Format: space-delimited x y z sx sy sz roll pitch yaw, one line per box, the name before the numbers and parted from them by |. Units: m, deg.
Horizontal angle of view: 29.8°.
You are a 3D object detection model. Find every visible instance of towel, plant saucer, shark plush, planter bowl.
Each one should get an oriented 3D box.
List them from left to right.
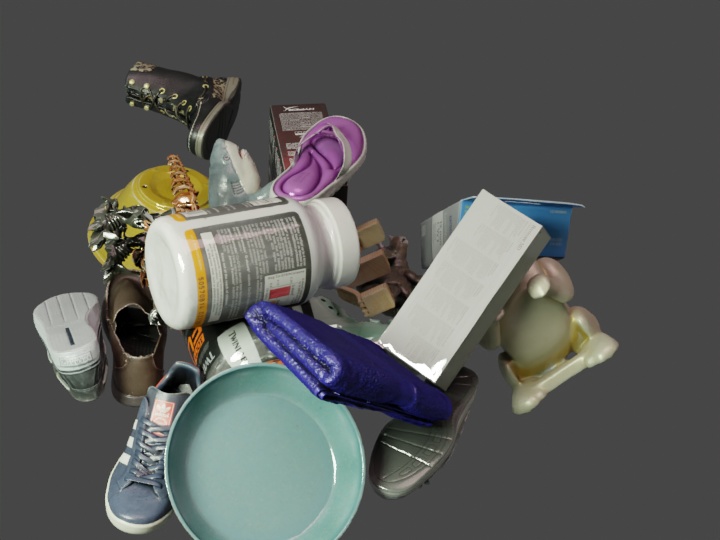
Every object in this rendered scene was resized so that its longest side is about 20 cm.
planter bowl | -0.228 -0.069 1.639 0.199 0.084 0.201 9 37 -7
shark plush | -0.171 -0.049 1.587 0.083 0.201 0.091 26 -1 -22
plant saucer | -0.094 0.192 1.318 0.199 0.036 0.201 5 72 -14
towel | -0.013 0.099 1.353 0.147 0.050 0.200 34 6 41

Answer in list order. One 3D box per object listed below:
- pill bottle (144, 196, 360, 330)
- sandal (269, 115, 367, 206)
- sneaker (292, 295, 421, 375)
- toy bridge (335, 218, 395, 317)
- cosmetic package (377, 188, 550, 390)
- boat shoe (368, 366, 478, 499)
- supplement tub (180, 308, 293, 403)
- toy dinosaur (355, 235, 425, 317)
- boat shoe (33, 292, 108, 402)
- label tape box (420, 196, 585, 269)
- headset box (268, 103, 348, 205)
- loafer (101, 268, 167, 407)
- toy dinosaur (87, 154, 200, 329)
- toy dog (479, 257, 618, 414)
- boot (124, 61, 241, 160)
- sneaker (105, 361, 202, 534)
pill bottle | -0.108 -0.013 1.371 0.199 0.117 0.117 -11 43 -26
sandal | -0.042 -0.133 1.552 0.082 0.050 0.203 14 39 10
sneaker | 0.006 0.064 1.539 0.199 0.074 0.119 -7 47 -21
toy bridge | 0.000 0.000 1.549 0.067 0.027 0.200 -24 24 8
cosmetic package | 0.111 0.021 1.440 0.082 0.201 0.051 35 -2 27
boat shoe | 0.069 0.179 1.429 0.074 0.065 0.202 15 38 18
supplement tub | -0.123 0.077 1.449 0.122 0.123 0.200 -6 40 -23
toy dinosaur | 0.034 0.025 1.597 0.102 0.077 0.200 16 23 10
boat shoe | -0.307 0.081 1.435 0.072 0.071 0.200 -10 21 -9
label tape box | 0.169 -0.041 1.641 0.142 0.067 0.200 3 -7 -15
headset box | -0.066 -0.088 1.654 0.077 0.150 0.201 -4 39 -10
loafer | -0.241 0.059 1.478 0.073 0.071 0.201 0 39 -17
toy dinosaur | -0.213 -0.030 1.454 0.135 0.103 0.201 1 39 3
toy dog | 0.182 0.026 1.536 0.201 0.139 0.194 55 17 -10
boot | -0.252 -0.219 1.838 0.153 0.074 0.204 12 30 2
sneaker | -0.201 0.168 1.338 0.074 0.085 0.201 12 37 -1
